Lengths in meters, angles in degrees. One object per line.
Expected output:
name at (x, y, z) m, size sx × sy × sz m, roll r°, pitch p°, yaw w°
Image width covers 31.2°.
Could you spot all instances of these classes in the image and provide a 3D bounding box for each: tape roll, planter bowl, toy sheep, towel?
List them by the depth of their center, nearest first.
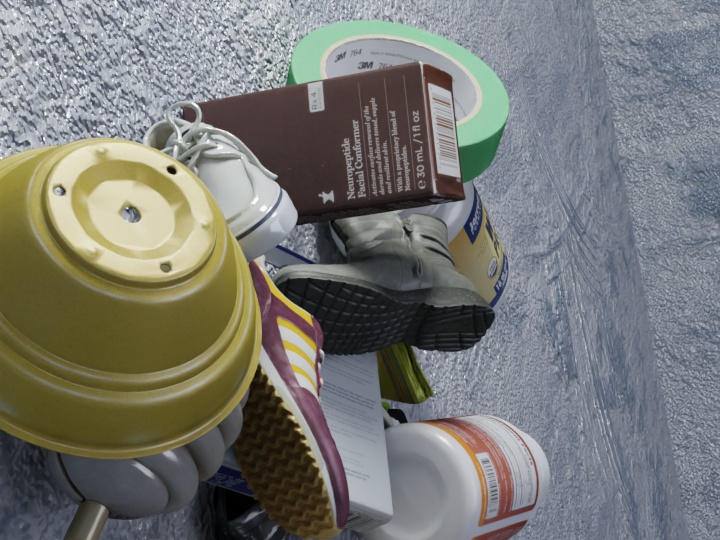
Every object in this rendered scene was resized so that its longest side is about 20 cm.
planter bowl at (-0.131, -0.008, 0.679) m, size 0.200 × 0.083 × 0.201 m, roll 16°, pitch 49°, yaw -19°
toy sheep at (-0.133, 0.076, 0.759) m, size 0.138 × 0.138 × 0.200 m, roll 60°, pitch 44°, yaw -46°
towel at (0.016, 0.071, 1.120) m, size 0.200 × 0.018 × 0.086 m, roll 165°, pitch -96°, yaw -77°
tape roll at (0.032, -0.152, 1.157) m, size 0.200 × 0.200 × 0.048 m, roll -70°, pitch 177°, yaw -50°

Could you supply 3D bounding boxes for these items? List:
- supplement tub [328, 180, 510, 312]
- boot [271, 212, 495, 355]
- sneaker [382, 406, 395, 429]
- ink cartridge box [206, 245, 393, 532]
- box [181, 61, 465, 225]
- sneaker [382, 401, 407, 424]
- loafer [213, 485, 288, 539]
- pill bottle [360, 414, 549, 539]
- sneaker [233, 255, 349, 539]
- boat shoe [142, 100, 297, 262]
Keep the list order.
supplement tub at (0.054, -0.036, 1.247) m, size 0.200 × 0.144 × 0.144 m, roll 58°, pitch 32°, yaw -48°
boot at (0.000, 0.000, 1.000) m, size 0.200 × 0.068 × 0.131 m, roll 7°, pitch 37°, yaw -33°
sneaker at (0.017, 0.183, 1.142) m, size 0.200 × 0.074 × 0.089 m, roll 62°, pitch -8°, yaw -29°
ink cartridge box at (-0.062, 0.074, 0.947) m, size 0.200 × 0.041 × 0.200 m, roll 28°, pitch 45°, yaw -39°
box at (-0.029, -0.089, 0.971) m, size 0.075 × 0.200 × 0.100 m, roll 2°, pitch 81°, yaw -66°
sneaker at (0.054, 0.215, 1.267) m, size 0.083 × 0.072 × 0.200 m, roll -68°, pitch 145°, yaw -54°
loafer at (-0.066, 0.126, 0.987) m, size 0.070 × 0.068 × 0.201 m, roll 74°, pitch 24°, yaw -48°
pill bottle at (0.083, 0.177, 1.065) m, size 0.200 × 0.112 × 0.112 m, roll 7°, pitch 77°, yaw -62°
sneaker at (-0.048, 0.078, 0.858) m, size 0.090 × 0.075 × 0.200 m, roll -22°, pitch 84°, yaw -51°
boat shoe at (-0.106, -0.068, 0.848) m, size 0.086 × 0.075 × 0.202 m, roll 58°, pitch -6°, yaw -26°
